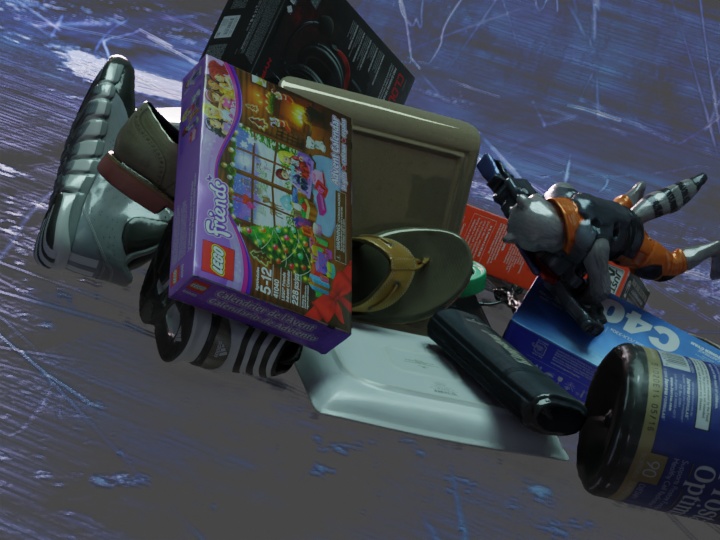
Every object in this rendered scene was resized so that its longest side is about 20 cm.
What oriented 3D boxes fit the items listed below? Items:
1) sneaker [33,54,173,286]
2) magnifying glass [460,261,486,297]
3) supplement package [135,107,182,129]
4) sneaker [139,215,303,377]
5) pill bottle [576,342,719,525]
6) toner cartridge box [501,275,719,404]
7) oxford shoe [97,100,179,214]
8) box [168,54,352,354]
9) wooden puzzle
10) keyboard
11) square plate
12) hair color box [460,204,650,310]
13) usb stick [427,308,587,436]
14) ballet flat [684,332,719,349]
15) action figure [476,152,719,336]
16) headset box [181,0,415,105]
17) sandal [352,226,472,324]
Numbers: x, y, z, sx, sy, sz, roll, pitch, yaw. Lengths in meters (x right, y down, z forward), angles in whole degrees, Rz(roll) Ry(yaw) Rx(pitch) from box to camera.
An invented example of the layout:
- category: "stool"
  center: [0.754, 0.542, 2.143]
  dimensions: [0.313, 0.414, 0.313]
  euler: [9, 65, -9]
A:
- category: "sneaker"
  center: [-0.192, -0.074, 1.483]
  dimensions: [0.115, 0.201, 0.075]
  euler: [22, -25, -16]
- category: "magnifying glass"
  center: [0.034, -0.007, 1.690]
  dimensions: [0.199, 0.023, 0.079]
  euler: [15, 23, 42]
- category: "supplement package"
  center: [-0.148, -0.084, 1.610]
  dimensions: [0.117, 0.118, 0.200]
  euler: [11, 10, 25]
- category: "sneaker"
  center: [-0.101, 0.031, 1.368]
  dimensions: [0.115, 0.076, 0.201]
  euler: [20, 19, -20]
- category: "pill bottle"
  center: [0.264, 0.126, 1.274]
  dimensions: [0.199, 0.113, 0.112]
  euler: [14, 13, -7]
- category: "toner cartridge box"
  center: [0.217, 0.075, 1.437]
  dimensions: [0.199, 0.043, 0.095]
  euler: [28, 41, 8]
- category: "oxford shoe"
  center: [-0.100, -0.057, 1.366]
  dimensions: [0.199, 0.075, 0.070]
  euler: [29, 11, -9]
- category: "box"
  center: [-0.070, -0.050, 1.322]
  dimensions: [0.136, 0.039, 0.201]
  euler: [21, 51, -29]
- category: "wooden puzzle"
  center: [-0.004, -0.045, 1.486]
  dimensions: [0.184, 0.202, 0.037]
  euler: [13, -2, -20]
- category: "keyboard"
  center: [0.093, 0.036, 1.616]
  dimensions: [0.126, 0.021, 0.200]
  euler: [-1, 16, -4]
- category: "square plate"
  center: [0.046, 0.084, 1.379]
  dimensions: [0.199, 0.029, 0.198]
  euler: [12, 13, -14]
- category: "hair color box"
  center: [0.171, 0.000, 1.726]
  dimensions: [0.199, 0.062, 0.101]
  euler: [21, -7, 24]
- category: "usb stick"
  center: [0.108, 0.075, 1.353]
  dimensions: [0.055, 0.033, 0.200]
  euler: [9, 15, -24]
- category: "ballet flat"
  center: [0.276, 0.083, 1.574]
  dimensions: [0.199, 0.068, 0.067]
  euler: [29, 7, 39]
- category: "action figure"
  center: [0.185, -0.050, 1.453]
  dimensions: [0.193, 0.105, 0.200]
  euler: [-5, 49, -41]
- category: "headset box"
  center: [-0.044, -0.152, 1.548]
  dimensions: [0.075, 0.149, 0.200]
  euler: [3, -30, 41]
- category: "sandal"
  center: [0.000, 0.000, 1.434]
  dimensions: [0.198, 0.081, 0.054]
  euler: [1, -12, -17]
